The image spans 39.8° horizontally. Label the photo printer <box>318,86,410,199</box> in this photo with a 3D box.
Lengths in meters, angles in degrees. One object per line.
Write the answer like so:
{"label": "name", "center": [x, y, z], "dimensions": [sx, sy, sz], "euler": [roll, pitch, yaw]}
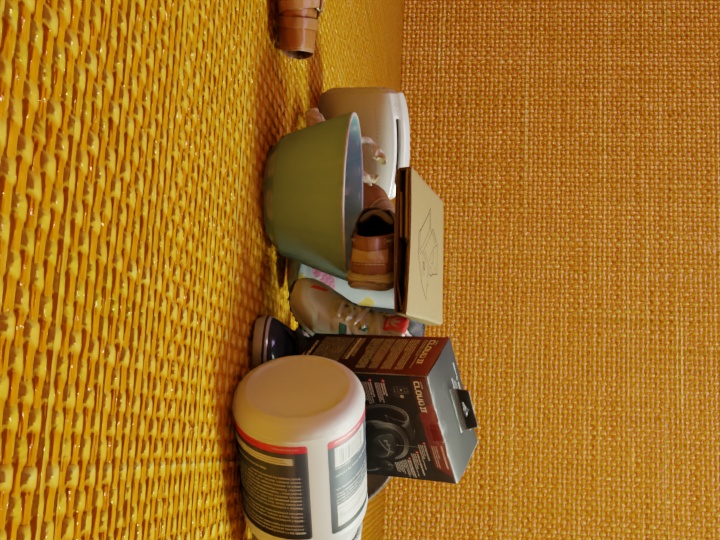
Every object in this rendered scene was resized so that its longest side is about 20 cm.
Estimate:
{"label": "photo printer", "center": [0.007, -0.193, 1.506], "dimensions": [0.199, 0.069, 0.169], "euler": [18, -70, 59]}

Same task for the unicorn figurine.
{"label": "unicorn figurine", "center": [-0.039, -0.154, 1.350], "dimensions": [0.074, 0.136, 0.201], "euler": [-58, 180, 38]}

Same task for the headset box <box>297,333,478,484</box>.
{"label": "headset box", "center": [0.035, 0.154, 1.121], "dimensions": [0.077, 0.198, 0.150], "euler": [-52, 132, -48]}

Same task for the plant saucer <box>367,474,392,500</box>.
{"label": "plant saucer", "center": [-0.017, 0.214, 1.257], "dimensions": [0.034, 0.198, 0.203], "euler": [40, 46, -46]}

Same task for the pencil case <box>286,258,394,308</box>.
{"label": "pencil case", "center": [0.000, 0.000, 1.307], "dimensions": [0.083, 0.197, 0.092], "euler": [167, -72, -76]}

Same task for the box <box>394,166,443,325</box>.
{"label": "box", "center": [0.072, -0.021, 1.191], "dimensions": [0.200, 0.021, 0.166], "euler": [26, 64, -74]}

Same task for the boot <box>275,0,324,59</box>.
{"label": "boot", "center": [-0.073, -0.334, 1.153], "dimensions": [0.200, 0.073, 0.157], "euler": [-4, 100, -81]}

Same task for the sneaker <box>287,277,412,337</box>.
{"label": "sneaker", "center": [0.009, 0.064, 1.179], "dimensions": [0.093, 0.199, 0.071], "euler": [-35, -158, 43]}

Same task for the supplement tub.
{"label": "supplement tub", "center": [-0.062, 0.207, 1.062], "dimensions": [0.141, 0.138, 0.203], "euler": [-77, 168, -61]}

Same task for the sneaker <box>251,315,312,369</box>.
{"label": "sneaker", "center": [-0.078, 0.107, 1.190], "dimensions": [0.200, 0.078, 0.080], "euler": [71, 22, -69]}

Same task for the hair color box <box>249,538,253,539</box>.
{"label": "hair color box", "center": [-0.078, 0.404, 1.152], "dimensions": [0.061, 0.097, 0.202], "euler": [-78, 168, -56]}

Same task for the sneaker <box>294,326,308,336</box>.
{"label": "sneaker", "center": [-0.059, 0.161, 1.379], "dimensions": [0.082, 0.074, 0.203], "euler": [-74, 164, -61]}

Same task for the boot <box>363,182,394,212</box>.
{"label": "boot", "center": [-0.038, -0.045, 1.420], "dimensions": [0.155, 0.200, 0.074], "euler": [51, 7, 34]}

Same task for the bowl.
{"label": "bowl", "center": [-0.057, -0.089, 1.198], "dimensions": [0.201, 0.103, 0.204], "euler": [1, 90, -85]}

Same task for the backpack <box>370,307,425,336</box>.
{"label": "backpack", "center": [0.020, 0.082, 1.715], "dimensions": [0.200, 0.180, 0.137], "euler": [143, -42, -83]}

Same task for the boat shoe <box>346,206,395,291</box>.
{"label": "boat shoe", "center": [0.026, -0.040, 1.184], "dimensions": [0.200, 0.075, 0.073], "euler": [-75, 164, -69]}
